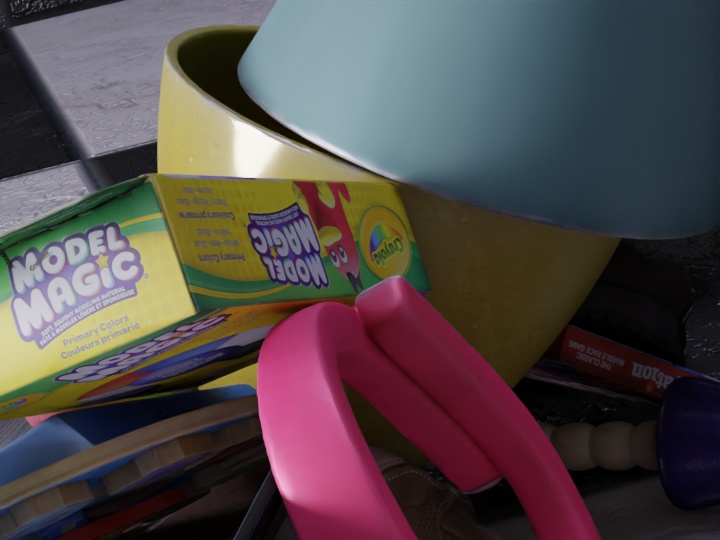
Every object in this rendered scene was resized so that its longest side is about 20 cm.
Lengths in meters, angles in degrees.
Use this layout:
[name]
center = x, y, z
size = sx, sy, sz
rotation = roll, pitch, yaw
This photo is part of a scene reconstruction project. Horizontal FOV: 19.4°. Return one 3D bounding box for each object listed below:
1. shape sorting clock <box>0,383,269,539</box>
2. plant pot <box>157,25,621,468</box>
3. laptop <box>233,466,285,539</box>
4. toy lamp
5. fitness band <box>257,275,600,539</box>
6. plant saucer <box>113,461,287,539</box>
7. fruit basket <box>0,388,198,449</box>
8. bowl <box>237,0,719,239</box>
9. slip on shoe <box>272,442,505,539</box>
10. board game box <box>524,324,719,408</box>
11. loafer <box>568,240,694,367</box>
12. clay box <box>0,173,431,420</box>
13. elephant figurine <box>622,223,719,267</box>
[shape sorting clock]
center = -0.109, 0.091, 0.768
size = 0.200, 0.039, 0.200
rotation = -27, -11, -6
[plant pot]
center = 0.000, 0.000, 0.866
size = 0.200, 0.142, 0.200
rotation = 15, 18, -5
[laptop]
center = -0.113, 0.121, 0.627
size = 0.116, 0.200, 0.187
rotation = 27, 19, 0
[toy lamp]
center = 0.088, 0.075, 0.907
size = 0.200, 0.058, 0.058
rotation = -3, 18, 28
[fitness band]
center = 0.032, 0.086, 0.666
size = 0.037, 0.200, 0.144
rotation = -26, 47, 19
[plant saucer]
center = -0.097, 0.115, 0.895
size = 0.200, 0.035, 0.200
rotation = -18, 18, 6
[fruit basket]
center = -0.108, 0.033, 0.988
size = 0.200, 0.094, 0.185
rotation = 3, -34, -40
[bowl]
center = 0.061, -0.099, 0.816
size = 0.200, 0.105, 0.201
rotation = 14, 18, -5
[slip on shoe]
center = 0.014, 0.109, 0.737
size = 0.061, 0.076, 0.200
rotation = 31, -1, 16
[board game box]
center = 0.074, 0.037, 1.003
size = 0.103, 0.019, 0.200
rotation = 19, -5, -31
[loafer]
center = 0.129, 0.005, 0.988
size = 0.073, 0.071, 0.200
rotation = 17, -5, 4
[clay box]
center = -0.070, 0.010, 0.678
size = 0.115, 0.048, 0.200
rotation = -23, -7, 24
[elephant figurine]
center = 0.211, 0.031, 0.821
size = 0.200, 0.142, 0.155
rotation = -3, -1, -4
